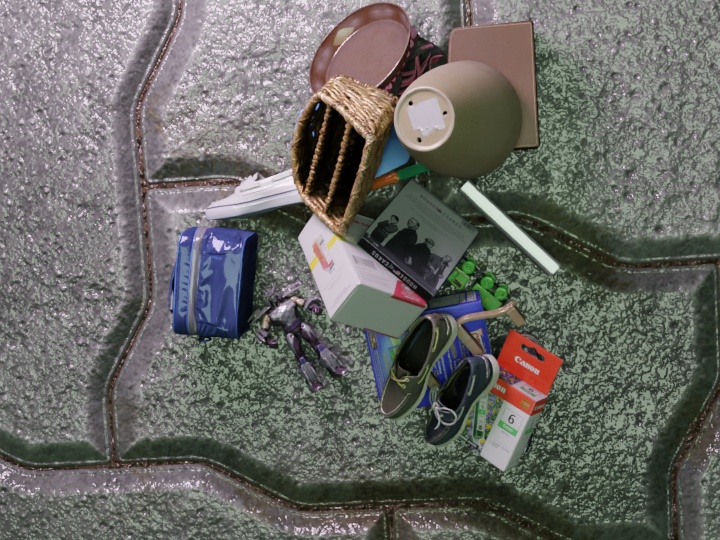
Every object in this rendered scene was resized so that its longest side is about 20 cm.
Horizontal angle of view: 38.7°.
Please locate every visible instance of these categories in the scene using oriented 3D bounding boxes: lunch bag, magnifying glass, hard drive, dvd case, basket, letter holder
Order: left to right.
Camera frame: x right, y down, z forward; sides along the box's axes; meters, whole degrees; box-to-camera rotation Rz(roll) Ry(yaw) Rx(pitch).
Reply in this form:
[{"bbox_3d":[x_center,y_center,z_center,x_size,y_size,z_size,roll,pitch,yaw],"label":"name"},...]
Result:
[{"bbox_3d":[-0.253,0.026,1.729,0.132,0.136,0.201,6,97,5],"label":"lunch bag"},{"bbox_3d":[-0.043,-0.184,1.592,0.142,0.149,0.200,23,130,5],"label":"basket"},{"bbox_3d":[0.084,-0.166,1.721,0.199,0.080,0.022,-19,92,17],"label":"magnifying glass"},{"bbox_3d":[0.098,-0.054,1.674,0.150,0.200,0.025,39,133,1],"label":"dvd case"},{"bbox_3d":[0.216,-0.295,1.680,0.142,0.101,0.201,-4,95,7],"label":"letter holder"},{"bbox_3d":[0.240,-0.072,1.679,0.200,0.132,0.026,43,96,0],"label":"hard drive"}]

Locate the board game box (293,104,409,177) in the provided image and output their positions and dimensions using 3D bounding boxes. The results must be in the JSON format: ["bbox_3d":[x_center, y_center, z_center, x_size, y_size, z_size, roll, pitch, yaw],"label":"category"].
[{"bbox_3d":[-0.013,-0.223,1.738,0.200,0.039,0.158,-26,88,1],"label":"board game box"}]

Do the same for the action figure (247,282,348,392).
[{"bbox_3d":[-0.107,0.106,1.753,0.130,0.069,0.200,-35,97,-6],"label":"action figure"}]

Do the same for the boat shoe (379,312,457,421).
[{"bbox_3d":[0.080,0.153,1.643,0.072,0.060,0.202,41,109,35],"label":"boat shoe"}]

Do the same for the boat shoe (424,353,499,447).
[{"bbox_3d":[0.149,0.211,1.646,0.062,0.075,0.200,6,135,-34],"label":"boat shoe"}]

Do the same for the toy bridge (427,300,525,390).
[{"bbox_3d":[0.173,0.109,1.657,0.200,0.027,0.067,-38,101,14],"label":"toy bridge"}]

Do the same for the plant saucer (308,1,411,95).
[{"bbox_3d":[0.005,-0.348,1.675,0.200,0.200,0.034,-45,134,7],"label":"plant saucer"}]

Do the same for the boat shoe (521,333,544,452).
[{"bbox_3d":[0.273,0.211,1.720,0.074,0.093,0.201,4,95,4],"label":"boat shoe"}]

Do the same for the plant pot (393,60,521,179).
[{"bbox_3d":[0.128,-0.229,1.549,0.187,0.200,0.188,3,98,23],"label":"plant pot"}]

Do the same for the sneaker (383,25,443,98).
[{"bbox_3d":[0.078,-0.301,1.690,0.095,0.079,0.200,25,77,-13],"label":"sneaker"}]

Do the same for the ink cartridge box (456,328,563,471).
[{"bbox_3d":[0.235,0.208,1.648,0.109,0.050,0.200,32,112,29],"label":"ink cartridge box"}]

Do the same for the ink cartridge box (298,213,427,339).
[{"bbox_3d":[0.000,0.000,1.649,0.145,0.200,0.083,18,123,-35],"label":"ink cartridge box"}]

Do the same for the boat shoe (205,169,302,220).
[{"bbox_3d":[-0.171,-0.131,1.736,0.199,0.074,0.067,-11,89,13],"label":"boat shoe"}]

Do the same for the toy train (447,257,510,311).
[{"bbox_3d":[0.166,-0.002,1.740,0.200,0.042,0.056,39,107,1],"label":"toy train"}]

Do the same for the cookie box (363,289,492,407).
[{"bbox_3d":[0.119,0.136,1.722,0.199,0.075,0.172,-10,106,6],"label":"cookie box"}]
